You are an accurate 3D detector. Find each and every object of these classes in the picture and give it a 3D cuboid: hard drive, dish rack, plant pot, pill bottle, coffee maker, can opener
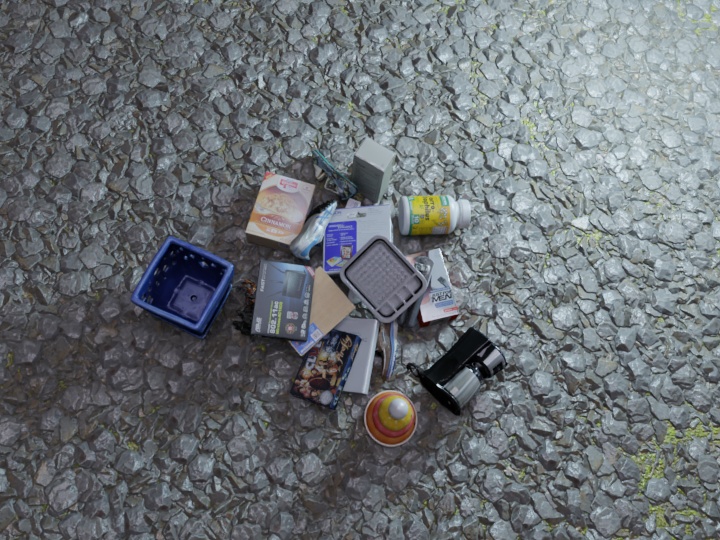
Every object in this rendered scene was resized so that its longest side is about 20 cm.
[{"bbox_3d":[-0.025,0.228,1.694,0.131,0.026,0.202,0,68,27],"label":"hard drive"},{"bbox_3d":[0.062,0.020,1.678,0.172,0.044,0.200,-43,94,15],"label":"dish rack"},{"bbox_3d":[-0.456,0.058,1.661,0.198,0.180,0.201,24,70,3],"label":"plant pot"},{"bbox_3d":[0.216,-0.162,1.835,0.197,0.113,0.114,-2,71,-6],"label":"pill bottle"},{"bbox_3d":[0.262,0.251,1.686,0.200,0.135,0.192,-41,78,-17],"label":"coffee maker"},{"bbox_3d":[0.155,0.059,1.726,0.053,0.067,0.202,17,86,17],"label":"can opener"}]

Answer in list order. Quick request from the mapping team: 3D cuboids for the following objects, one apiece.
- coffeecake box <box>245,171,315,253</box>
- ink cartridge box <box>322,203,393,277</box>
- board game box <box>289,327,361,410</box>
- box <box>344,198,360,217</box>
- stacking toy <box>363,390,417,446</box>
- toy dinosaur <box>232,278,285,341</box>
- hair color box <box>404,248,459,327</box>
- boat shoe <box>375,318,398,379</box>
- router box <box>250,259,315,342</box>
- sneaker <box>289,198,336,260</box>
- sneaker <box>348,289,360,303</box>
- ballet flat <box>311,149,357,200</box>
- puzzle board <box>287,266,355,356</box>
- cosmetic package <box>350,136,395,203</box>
[{"bbox_3d":[-0.229,-0.166,1.816,0.152,0.073,0.202,15,70,0],"label":"coffeecake box"},{"bbox_3d":[-0.006,-0.082,1.760,0.196,0.043,0.202,-4,68,9],"label":"ink cartridge box"},{"bbox_3d":[-0.093,0.255,1.671,0.134,0.035,0.202,10,68,30],"label":"board game box"},{"bbox_3d":[-0.051,-0.116,1.833,0.041,0.039,0.202,20,70,4],"label":"box"},{"bbox_3d":[0.088,0.367,1.594,0.144,0.200,0.148,2,71,-5],"label":"stacking toy"},{"bbox_3d":[-0.272,0.111,1.711,0.199,0.103,0.135,33,53,29],"label":"toy dinosaur"},{"bbox_3d":[0.199,0.049,1.787,0.110,0.064,0.202,-13,72,-8],"label":"hair color box"},{"bbox_3d":[0.064,0.201,1.724,0.071,0.072,0.202,5,61,2],"label":"boat shoe"},{"bbox_3d":[-0.203,0.080,1.643,0.148,0.062,0.202,7,80,-11],"label":"router box"},{"bbox_3d":[-0.124,-0.115,1.752,0.072,0.072,0.201,45,68,-28],"label":"sneaker"},{"bbox_3d":[0.000,0.000,1.791,0.088,0.075,0.201,20,67,19],"label":"sneaker"},{"bbox_3d":[-0.095,-0.282,1.867,0.074,0.074,0.200,-38,64,-16],"label":"ballet flat"},{"bbox_3d":[-0.135,0.109,1.695,0.200,0.017,0.151,-41,89,-12],"label":"puzzle board"},{"bbox_3d":[0.034,-0.288,1.814,0.105,0.200,0.071,32,71,6],"label":"cosmetic package"}]
